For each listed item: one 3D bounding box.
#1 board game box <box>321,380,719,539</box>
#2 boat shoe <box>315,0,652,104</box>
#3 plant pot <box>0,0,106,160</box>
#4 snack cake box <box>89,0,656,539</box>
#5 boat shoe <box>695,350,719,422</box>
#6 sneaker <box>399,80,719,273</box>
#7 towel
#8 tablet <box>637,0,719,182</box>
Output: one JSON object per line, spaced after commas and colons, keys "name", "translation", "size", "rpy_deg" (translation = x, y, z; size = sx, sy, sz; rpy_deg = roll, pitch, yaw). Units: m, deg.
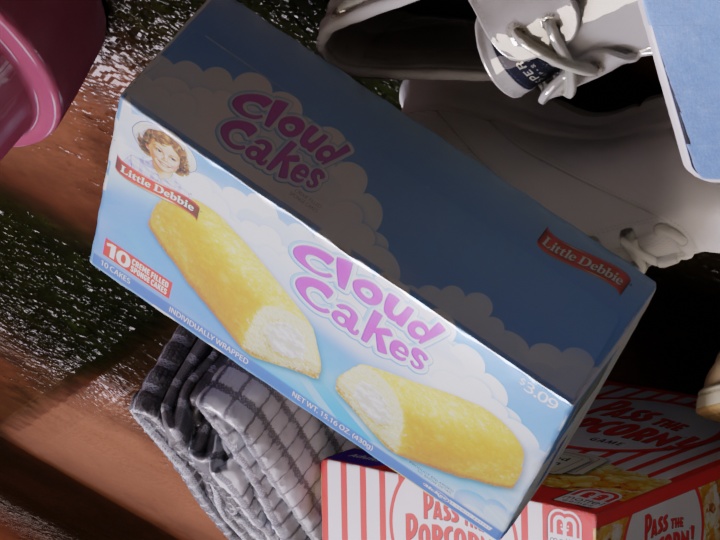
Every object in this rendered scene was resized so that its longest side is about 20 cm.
{"name": "board game box", "translation": [0.102, 0.098, 1.082], "size": [0.151, 0.047, 0.199], "rpy_deg": [8, -167, 39]}
{"name": "boat shoe", "translation": [0.064, -0.092, 0.822], "size": [0.199, 0.066, 0.072], "rpy_deg": [9, 153, 39]}
{"name": "plant pot", "translation": [-0.238, -0.081, 1.046], "size": [0.199, 0.180, 0.200], "rpy_deg": [23, 158, 10]}
{"name": "snack cake box", "translation": [0.000, 0.000, 0.893], "size": [0.199, 0.067, 0.115], "rpy_deg": [34, 149, 9]}
{"name": "boat shoe", "translation": [0.191, 0.025, 0.944], "size": [0.073, 0.070, 0.200], "rpy_deg": [13, 166, -11]}
{"name": "sneaker", "translation": [0.092, -0.023, 0.922], "size": [0.199, 0.087, 0.075], "rpy_deg": [11, 152, 33]}
{"name": "towel", "translation": [-0.018, 0.047, 1.108], "size": [0.085, 0.166, 0.200], "rpy_deg": [23, 159, 31]}
{"name": "tablet", "translation": [0.183, -0.074, 0.727], "size": [0.199, 0.014, 0.131], "rpy_deg": [2, 138, 26]}
